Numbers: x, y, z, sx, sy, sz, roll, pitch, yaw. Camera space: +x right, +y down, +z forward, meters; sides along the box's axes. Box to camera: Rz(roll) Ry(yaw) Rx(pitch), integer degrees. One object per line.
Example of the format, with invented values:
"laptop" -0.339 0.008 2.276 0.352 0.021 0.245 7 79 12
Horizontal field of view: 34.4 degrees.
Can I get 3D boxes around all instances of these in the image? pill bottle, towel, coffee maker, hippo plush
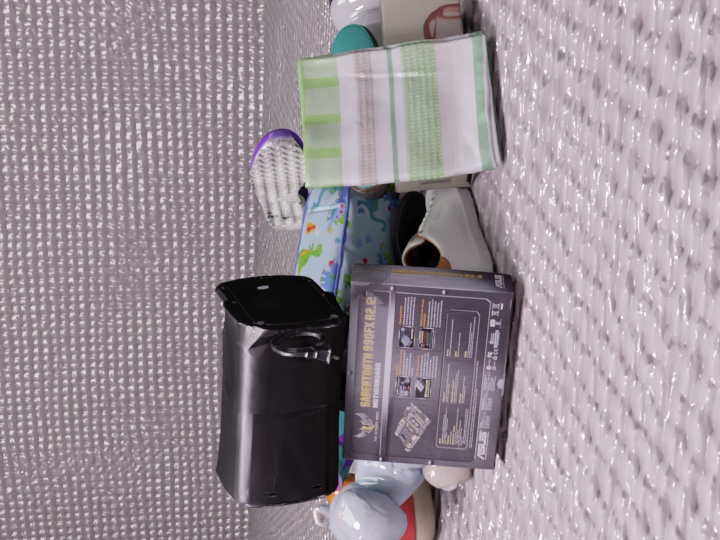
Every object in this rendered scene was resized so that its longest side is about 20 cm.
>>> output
"pill bottle" 0.011 -0.377 1.511 0.113 0.112 0.200 109 157 -61
"towel" 0.037 -0.162 1.176 0.031 0.199 0.150 62 -157 -73
"coffee maker" -0.083 0.127 1.139 0.192 0.134 0.201 -84 -4 -70
"hippo plush" 0.010 0.232 1.326 0.161 0.159 0.200 -50 7 -12

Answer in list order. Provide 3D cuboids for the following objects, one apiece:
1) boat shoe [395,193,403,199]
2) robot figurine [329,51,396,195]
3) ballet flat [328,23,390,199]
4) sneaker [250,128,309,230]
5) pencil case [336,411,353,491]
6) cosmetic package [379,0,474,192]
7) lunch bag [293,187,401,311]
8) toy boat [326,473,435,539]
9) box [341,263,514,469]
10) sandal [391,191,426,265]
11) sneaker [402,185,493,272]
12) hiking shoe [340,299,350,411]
"boat shoe" 0.011 -0.093 1.558 0.063 0.073 0.200 51 -167 -15
"robot figurine" 0.006 -0.172 1.420 0.200 0.175 0.116 58 175 -35
"ballet flat" 0.000 -0.172 1.300 0.068 0.068 0.201 43 -138 -74
"sneaker" -0.099 -0.134 1.424 0.200 0.069 0.100 91 173 -65
"pencil case" -0.029 0.171 1.440 0.085 0.092 0.200 110 -174 -55
"cosmetic package" 0.071 -0.195 1.249 0.103 0.087 0.201 76 -171 -76
"lunch bag" 0.000 0.000 1.380 0.082 0.161 0.201 -4 70 39
"toy boat" 0.018 0.273 1.486 0.131 0.130 0.200 100 164 -62
"box" 0.064 0.097 1.157 0.048 0.158 0.201 -79 -8 -68
"sandal" 0.076 0.006 1.369 0.048 0.075 0.201 -5 82 40
"sneaker" 0.082 -0.042 1.260 0.200 0.084 0.073 -105 16 -56
"hiking shoe" 0.000 0.080 1.271 0.076 0.200 0.101 47 -160 -43
